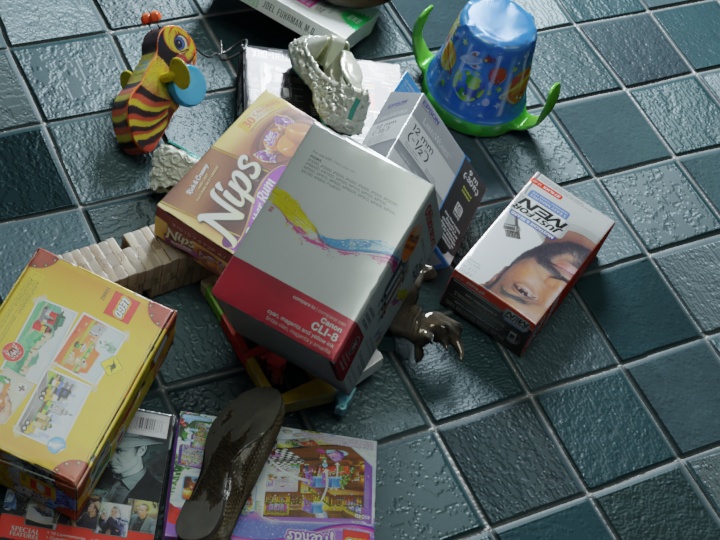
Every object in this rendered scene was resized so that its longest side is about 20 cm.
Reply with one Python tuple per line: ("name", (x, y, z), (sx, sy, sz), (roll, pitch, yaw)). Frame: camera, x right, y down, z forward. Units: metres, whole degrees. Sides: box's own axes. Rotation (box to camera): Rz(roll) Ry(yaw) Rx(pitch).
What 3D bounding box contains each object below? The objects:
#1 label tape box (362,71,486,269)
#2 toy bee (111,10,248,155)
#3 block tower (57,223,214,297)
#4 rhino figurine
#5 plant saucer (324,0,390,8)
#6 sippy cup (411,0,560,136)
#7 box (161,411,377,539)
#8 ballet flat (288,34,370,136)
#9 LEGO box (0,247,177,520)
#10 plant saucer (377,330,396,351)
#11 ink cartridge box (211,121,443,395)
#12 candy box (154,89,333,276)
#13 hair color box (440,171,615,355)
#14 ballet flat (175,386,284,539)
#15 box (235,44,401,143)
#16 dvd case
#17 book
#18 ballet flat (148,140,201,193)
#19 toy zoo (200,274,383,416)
("label tape box", (0.073, -0.117, 1.659), (0.144, 0.066, 0.201), (53, 46, -26))
("toy bee", (-0.228, -0.231, 1.683), (0.109, 0.130, 0.201), (52, 36, -25))
("block tower", (-0.236, -0.003, 1.532), (0.198, 0.058, 0.054), (-22, 59, -29))
("rhino figurine", (0.037, 0.024, 1.564), (0.200, 0.060, 0.087), (47, 45, 8))
("plant saucer", (-0.042, -0.382, 1.860), (0.198, 0.037, 0.201), (22, 31, -14))
("sippy cup", (0.153, -0.256, 1.804), (0.175, 0.131, 0.141), (6, 49, -11))
("box", (-0.084, 0.214, 1.407), (0.197, 0.039, 0.138), (10, 49, -8))
("ballet flat", (-0.028, -0.223, 1.662), (0.071, 0.072, 0.201), (-3, 37, -18))
("LEGO box", (-0.279, 0.101, 1.370), (0.147, 0.077, 0.201), (25, 59, 3))
("plant saucer", (0.000, 0.000, 1.624), (0.069, 0.019, 0.202), (5, 51, -12))
("ink cartridge box", (-0.027, -0.010, 1.456), (0.143, 0.145, 0.201), (27, 78, 14))
("candy box", (-0.112, -0.086, 1.552), (0.116, 0.057, 0.200), (33, 56, 10))
("hair color box", (0.189, -0.011, 1.657), (0.110, 0.064, 0.200), (33, 51, 11))
("ballet flat", (-0.117, 0.187, 1.369), (0.067, 0.047, 0.201), (-4, 39, 22))
("box", (-0.046, -0.183, 1.739), (0.197, 0.050, 0.159), (5, 50, -13))
("dvd case", (-0.255, 0.208, 1.375), (0.144, 0.022, 0.202), (10, 51, -8))
("book", (-0.087, -0.336, 1.830), (0.198, 0.048, 0.134), (30, 28, 5))
("ballet flat", (-0.144, -0.073, 1.622), (0.198, 0.072, 0.072), (25, 49, 8))
("toy zoo", (-0.065, 0.067, 1.535), (0.130, 0.021, 0.201), (-21, 60, -20))
